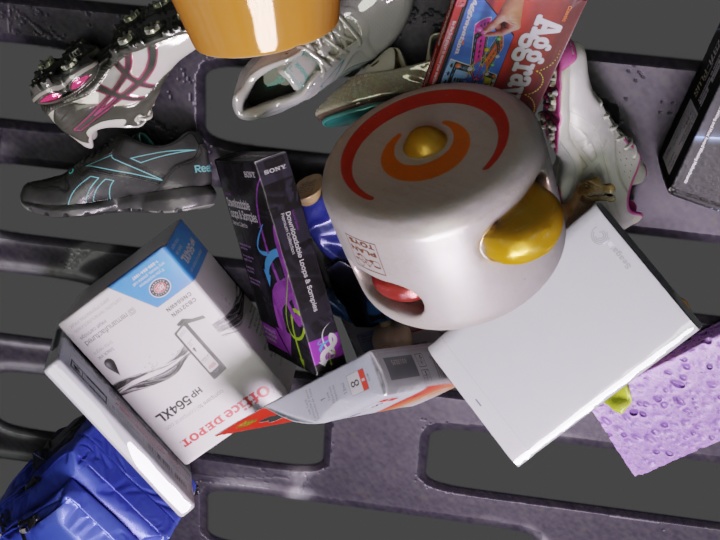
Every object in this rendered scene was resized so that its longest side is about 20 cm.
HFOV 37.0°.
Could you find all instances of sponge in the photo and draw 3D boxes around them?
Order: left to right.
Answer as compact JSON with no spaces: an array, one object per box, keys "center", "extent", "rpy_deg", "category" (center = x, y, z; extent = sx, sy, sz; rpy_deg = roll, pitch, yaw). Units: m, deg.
[{"center":[0.339,0.123,1.083],"extent":[0.199,0.030,0.112],"rpy_deg":[-30,109,22],"category":"sponge"}]

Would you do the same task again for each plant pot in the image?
[{"center":[-0.091,-0.277,0.854],"extent":[0.199,0.201,0.184],"rpy_deg":[-5,120,11],"category":"plant pot"}]

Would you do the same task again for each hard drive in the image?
[{"center":[0.170,0.057,0.921],"extent":[0.200,0.026,0.132],"rpy_deg":[-43,78,24],"category":"hard drive"}]

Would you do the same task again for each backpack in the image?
[{"center":[-0.315,0.266,1.178],"extent":[0.200,0.168,0.163],"rpy_deg":[-34,100,32],"category":"backpack"}]

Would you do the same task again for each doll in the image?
[{"center":[0.000,0.000,1.015],"extent":[0.136,0.049,0.201],"rpy_deg":[-16,118,16],"category":"doll"}]

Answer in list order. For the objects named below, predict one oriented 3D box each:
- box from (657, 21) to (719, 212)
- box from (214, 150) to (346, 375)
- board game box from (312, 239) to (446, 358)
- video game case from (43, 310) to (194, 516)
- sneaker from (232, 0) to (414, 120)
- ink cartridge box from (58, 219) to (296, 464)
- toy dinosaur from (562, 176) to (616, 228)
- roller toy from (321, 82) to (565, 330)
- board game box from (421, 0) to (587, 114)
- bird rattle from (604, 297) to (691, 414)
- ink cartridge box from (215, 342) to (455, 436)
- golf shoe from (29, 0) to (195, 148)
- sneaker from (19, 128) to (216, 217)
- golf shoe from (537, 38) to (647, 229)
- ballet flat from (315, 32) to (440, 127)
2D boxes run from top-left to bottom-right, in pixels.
[{"center":[0.371,-0.141,0.913],"extent":[0.163,0.086,0.201],"rpy_deg":[18,118,-2],"category":"box"},{"center":[-0.078,-0.012,0.999],"extent":[0.036,0.143,0.201],"rpy_deg":[-18,102,-20],"category":"box"},{"center":[0.041,-0.004,1.057],"extent":[0.152,0.040,0.201],"rpy_deg":[-15,113,16],"category":"board game box"},{"center":[-0.244,0.142,1.099],"extent":[0.023,0.182,0.200],"rpy_deg":[-39,107,-1],"category":"video game case"},{"center":[-0.033,-0.192,0.953],"extent":[0.200,0.080,0.071],"rpy_deg":[-35,105,21],"category":"sneaker"},{"center":[-0.181,0.075,1.098],"extent":[0.146,0.084,0.200],"rpy_deg":[-35,106,14],"category":"ink cartridge box"},{"center":[0.145,-0.024,0.972],"extent":[0.199,0.058,0.102],"rpy_deg":[-20,100,22],"category":"toy dinosaur"},{"center":[0.067,-0.057,0.868],"extent":[0.181,0.201,0.140],"rpy_deg":[-14,133,11],"category":"roller toy"},{"center":[0.107,-0.162,0.910],"extent":[0.102,0.020,0.201],"rpy_deg":[5,142,-11],"category":"board game box"},{"center":[0.226,0.079,1.016],"extent":[0.162,0.200,0.113],"rpy_deg":[-24,78,-14],"category":"bird rattle"},{"center":[-0.015,0.130,1.025],"extent":[0.200,0.162,0.050],"rpy_deg":[-33,73,28],"category":"ink cartridge box"},{"center":[-0.204,-0.186,0.989],"extent":[0.199,0.077,0.088],"rpy_deg":[-21,125,18],"category":"golf shoe"},{"center":[-0.237,-0.092,1.049],"extent":[0.199,0.075,0.080],"rpy_deg":[-3,96,9],"category":"sneaker"},{"center":[0.208,-0.116,0.965],"extent":[0.091,0.075,0.201],"rpy_deg":[-9,123,4],"category":"golf shoe"},{"center":[0.054,-0.177,0.967],"extent":[0.199,0.067,0.063],"rpy_deg":[-10,85,10],"category":"ballet flat"}]
